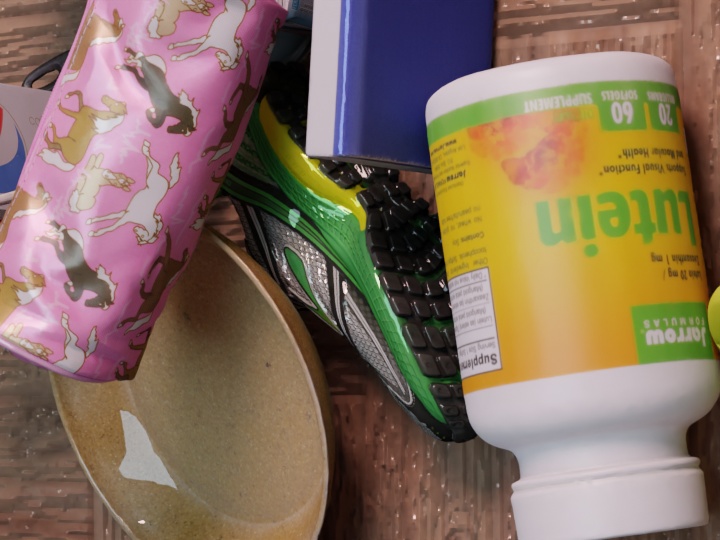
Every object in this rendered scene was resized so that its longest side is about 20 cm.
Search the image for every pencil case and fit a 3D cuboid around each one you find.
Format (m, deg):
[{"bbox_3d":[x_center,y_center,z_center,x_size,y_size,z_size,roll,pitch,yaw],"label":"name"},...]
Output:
[{"bbox_3d":[-0.107,-0.047,0.993,0.086,0.083,0.200,26,98,30],"label":"pencil case"}]

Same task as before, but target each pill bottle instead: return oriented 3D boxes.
[{"bbox_3d":[0.095,0.015,0.967,0.111,0.111,0.200,-12,82,30],"label":"pill bottle"}]

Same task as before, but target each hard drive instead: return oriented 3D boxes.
[{"bbox_3d":[0.023,-0.146,1.003,0.025,0.132,0.200,3,90,30],"label":"hard drive"}]

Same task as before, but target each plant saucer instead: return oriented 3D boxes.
[{"bbox_3d":[-0.076,0.057,1.081,0.200,0.035,0.201,22,123,38],"label":"plant saucer"}]

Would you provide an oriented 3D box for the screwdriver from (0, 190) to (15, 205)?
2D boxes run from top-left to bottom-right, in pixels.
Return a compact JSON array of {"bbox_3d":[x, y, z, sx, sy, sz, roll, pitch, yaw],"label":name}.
[{"bbox_3d":[-0.129,-0.044,1.054,0.029,0.200,0.028,-18,91,35],"label":"screwdriver"}]

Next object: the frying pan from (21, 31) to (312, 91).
[{"bbox_3d":[-0.082,-0.115,1.123,0.190,0.031,0.115,-46,65,24],"label":"frying pan"}]

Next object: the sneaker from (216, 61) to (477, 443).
[{"bbox_3d":[0.000,0.000,1.056,0.085,0.078,0.200,-50,62,35],"label":"sneaker"}]

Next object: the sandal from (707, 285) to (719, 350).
[{"bbox_3d":[0.243,0.042,0.902,0.200,0.080,0.087,37,72,16],"label":"sandal"}]

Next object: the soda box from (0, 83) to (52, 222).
[{"bbox_3d":[-0.179,-0.048,1.081,0.064,0.200,0.068,-20,78,29],"label":"soda box"}]

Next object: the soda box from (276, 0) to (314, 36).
[{"bbox_3d":[-0.093,-0.160,1.082,0.200,0.064,0.069,13,93,32],"label":"soda box"}]
